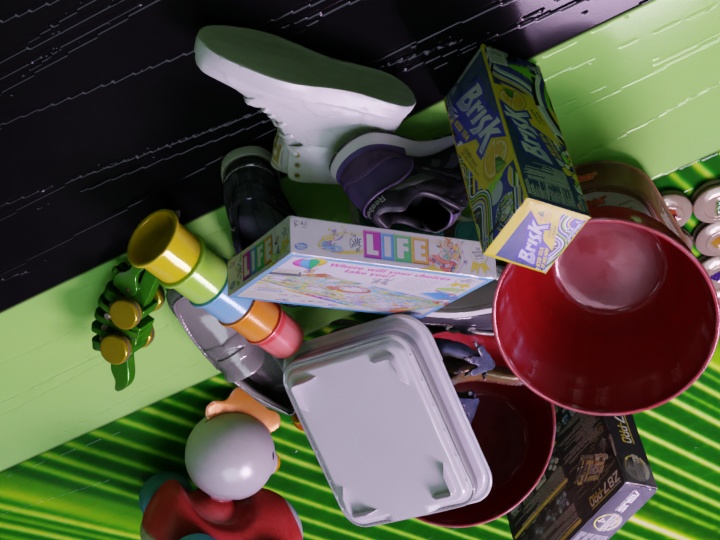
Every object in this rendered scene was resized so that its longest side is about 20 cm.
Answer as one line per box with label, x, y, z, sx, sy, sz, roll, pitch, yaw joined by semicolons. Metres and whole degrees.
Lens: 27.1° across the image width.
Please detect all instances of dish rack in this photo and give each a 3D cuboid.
dish rack;0.018;0.152;1.415;0.171;0.044;0.201;-18;103;30

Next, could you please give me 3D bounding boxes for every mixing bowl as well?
mixing bowl;0.224;0.019;1.351;0.199;0.109;0.201;6;120;10
mixing bowl;0.111;0.169;1.537;0.199;0.201;0.108;-21;160;11

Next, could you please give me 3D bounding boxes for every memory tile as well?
memory tile;0.358;-0.016;1.493;0.152;0.017;0.201;-12;135;2

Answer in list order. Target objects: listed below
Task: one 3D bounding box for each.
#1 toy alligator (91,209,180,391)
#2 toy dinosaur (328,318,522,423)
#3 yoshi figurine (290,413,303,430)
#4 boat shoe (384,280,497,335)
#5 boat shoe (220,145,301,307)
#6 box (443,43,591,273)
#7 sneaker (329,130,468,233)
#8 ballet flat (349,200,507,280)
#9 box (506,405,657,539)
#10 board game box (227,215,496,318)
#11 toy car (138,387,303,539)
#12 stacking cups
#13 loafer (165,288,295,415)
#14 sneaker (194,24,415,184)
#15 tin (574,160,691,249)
toy alligator;-0.219;0.021;1.409;0.054;0.059;0.201;24;115;12
toy dinosaur;0.054;0.109;1.489;0.199;0.181;0.106;7;92;-35
yoshi figurine;0.000;0.214;1.611;0.112;0.113;0.200;-14;141;28
boat shoe;0.111;0.035;1.466;0.199;0.074;0.061;-6;132;-15
boat shoe;-0.080;-0.022;1.375;0.074;0.066;0.200;-11;136;0
box;0.126;-0.096;1.239;0.064;0.201;0.070;17;129;-24
sneaker;0.068;-0.066;1.304;0.199;0.088;0.076;-5;142;-40
ballet flat;0.072;-0.025;1.404;0.199;0.072;0.072;13;132;-21
box;0.227;0.224;1.612;0.049;0.162;0.200;15;130;-24
board game box;0.000;0.000;1.311;0.199;0.034;0.134;7;160;-27
toy car;-0.127;0.221;1.577;0.176;0.184;0.201;14;103;-22
stacking cups;-0.128;0.017;1.382;0.060;0.061;0.200;-31;136;21
loafer;-0.117;0.074;1.462;0.070;0.070;0.200;-31;133;18
sneaker;-0.064;-0.130;1.264;0.199;0.074;0.116;16;128;-25
tin;0.250;-0.025;1.437;0.112;0.042;0.200;-24;131;20
